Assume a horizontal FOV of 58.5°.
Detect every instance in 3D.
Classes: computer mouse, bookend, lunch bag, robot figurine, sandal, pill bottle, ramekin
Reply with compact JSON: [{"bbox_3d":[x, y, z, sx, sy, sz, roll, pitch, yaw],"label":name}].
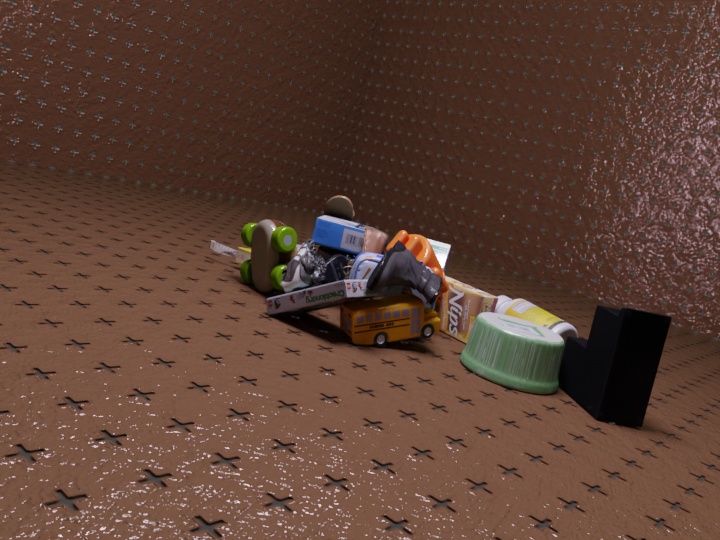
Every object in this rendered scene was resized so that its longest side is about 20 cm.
[{"bbox_3d":[-0.096,0.023,1.405,0.033,0.060,0.199,1,27,41],"label":"computer mouse"},{"bbox_3d":[0.461,0.153,1.203,0.090,0.204,0.200,10,8,-8],"label":"bookend"},{"bbox_3d":[0.069,0.048,1.353,0.195,0.164,0.076,12,10,-9],"label":"lunch bag"},{"bbox_3d":[0.125,-0.001,1.461,0.141,0.119,0.201,-12,-43,21],"label":"robot figurine"},{"bbox_3d":[-0.051,-0.147,1.664,0.076,0.071,0.214,14,-33,5],"label":"sandal"},{"bbox_3d":[0.371,0.133,1.423,0.110,0.115,0.199,7,16,-37],"label":"pill bottle"},{"bbox_3d":[0.302,0.156,1.262,0.195,0.100,0.200,14,9,-2],"label":"ramekin"}]

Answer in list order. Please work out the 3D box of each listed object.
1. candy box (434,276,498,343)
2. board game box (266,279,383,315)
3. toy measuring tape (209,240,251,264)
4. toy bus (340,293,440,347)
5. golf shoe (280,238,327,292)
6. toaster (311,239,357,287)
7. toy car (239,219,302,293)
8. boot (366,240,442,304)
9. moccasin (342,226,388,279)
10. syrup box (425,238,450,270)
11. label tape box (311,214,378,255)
[{"bbox_3d":[0.222,0.088,1.502,0.054,0.118,0.199,6,11,-37],"label":"candy box"},{"bbox_3d":[-0.070,0.052,1.243,0.197,0.036,0.125,-14,-8,34],"label":"board game box"},{"bbox_3d":[-0.289,-0.038,1.629,0.196,0.075,0.073,18,9,22],"label":"toy measuring tape"},{"bbox_3d":[0.060,0.095,1.253,0.195,0.080,0.065,-7,17,-24],"label":"toy bus"},{"bbox_3d":[-0.121,-0.006,1.310,0.079,0.093,0.200,58,6,-7],"label":"golf shoe"},{"bbox_3d":[-0.014,0.011,1.592,0.177,0.122,0.199,9,10,-34],"label":"toaster"},{"bbox_3d":[-0.151,-0.033,1.464,0.197,0.162,0.162,-1,7,-40],"label":"toy car"},{"bbox_3d":[0.094,0.017,1.221,0.131,0.070,0.200,39,29,3],"label":"boot"},{"bbox_3d":[0.000,0.000,1.439,0.076,0.206,0.074,19,-9,0],"label":"moccasin"},{"bbox_3d":[0.182,0.013,1.675,0.077,0.083,0.202,15,-35,12],"label":"syrup box"},{"bbox_3d":[-0.032,-0.090,1.591,0.141,0.065,0.200,15,9,4],"label":"label tape box"}]
